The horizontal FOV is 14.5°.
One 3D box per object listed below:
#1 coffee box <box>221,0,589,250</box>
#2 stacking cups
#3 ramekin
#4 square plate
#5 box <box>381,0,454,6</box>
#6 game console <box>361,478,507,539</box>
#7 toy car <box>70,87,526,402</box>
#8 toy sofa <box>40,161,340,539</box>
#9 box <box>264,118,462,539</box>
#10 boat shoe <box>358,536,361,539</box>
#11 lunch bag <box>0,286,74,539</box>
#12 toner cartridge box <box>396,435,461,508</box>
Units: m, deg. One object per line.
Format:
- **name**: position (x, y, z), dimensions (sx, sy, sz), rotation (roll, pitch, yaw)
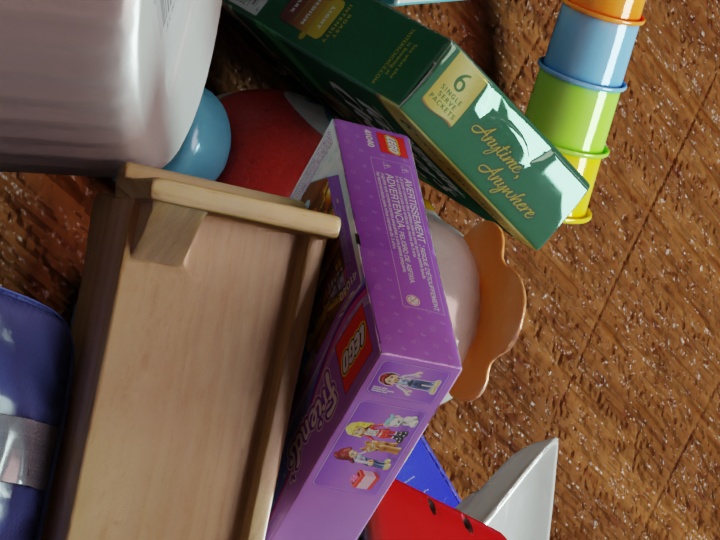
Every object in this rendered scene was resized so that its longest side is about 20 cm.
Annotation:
- **coffee box**: position (0.011, -0.089, 1.357), dimensions (0.044, 0.200, 0.123), rotation (-50, 130, -5)
- **stacking cups**: position (0.126, -0.129, 1.596), dimensions (0.060, 0.060, 0.201), rotation (-12, 121, -55)
- **ramekin**: position (-0.119, -0.133, 1.188), dimensions (0.200, 0.097, 0.201), rotation (7, 90, -82)
- **square plate**: position (0.028, 0.199, 1.405), dimensions (0.198, 0.028, 0.200), rotation (-46, 154, -33)
- **box**: position (0.053, -0.190, 1.551), dimensions (0.200, 0.049, 0.083), rotation (-12, 101, -55)
- **game console**: position (0.009, 0.202, 1.261), dimensions (0.172, 0.119, 0.200), rotation (-44, 154, 6)
- **toy car**: position (0.000, 0.000, 1.345), dimensions (0.184, 0.200, 0.177), rotation (22, 72, -54)
- **toy sofa**: position (-0.076, 0.062, 1.150), dimensions (0.083, 0.098, 0.201), rotation (12, 88, -17)
- **box**: position (-0.025, 0.056, 1.191), dimensions (0.039, 0.200, 0.137), rotation (12, 41, -22)
- **boat shoe**: position (-0.054, 0.116, 1.338), dimensions (0.200, 0.073, 0.063), rotation (19, 54, -27)
- **lunch bag**: position (-0.210, 0.053, 1.097), dimensions (0.200, 0.132, 0.136), rotation (21, 74, -55)
- **toner cartridge box**: position (-0.014, 0.160, 1.437), dimensions (0.200, 0.043, 0.095), rotation (-28, 86, -52)
